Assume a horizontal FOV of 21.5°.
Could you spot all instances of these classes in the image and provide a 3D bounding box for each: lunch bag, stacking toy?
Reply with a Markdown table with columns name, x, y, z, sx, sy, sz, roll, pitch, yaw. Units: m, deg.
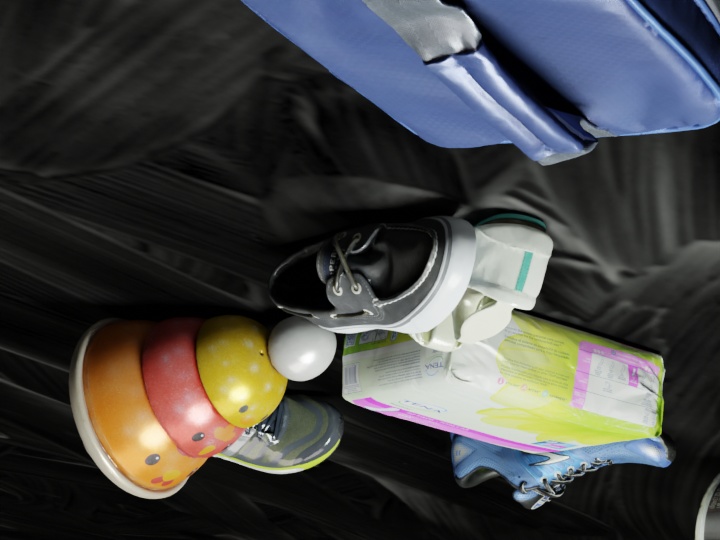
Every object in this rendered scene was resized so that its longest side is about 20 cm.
| name | x | y | z | sx | sy | sz | roll | pitch | yaw |
| --- | --- | --- | --- | --- | --- | --- | --- | --- | --- |
| lunch bag | 0.048 | -0.114 | 0.653 | 0.136 | 0.132 | 0.200 | -3 | 160 | 32 |
| stacking toy | -0.107 | 0.079 | 1.437 | 0.200 | 0.146 | 0.146 | -22 | 151 | 27 |

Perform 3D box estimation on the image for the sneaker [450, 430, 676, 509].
| name | x | y | z | sx | sy | sz | roll | pitch | yaw |
| --- | --- | --- | --- | --- | --- | --- | --- | --- | --- |
| sneaker | 0.167 | 0.157 | 1.581 | 0.200 | 0.089 | 0.079 | -2 | 162 | 30 |

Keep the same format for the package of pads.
| name | x | y | z | sx | sy | sz | roll | pitch | yaw |
| --- | --- | --- | --- | --- | --- | --- | --- | --- | --- |
| package of pads | 0.107 | 0.081 | 1.391 | 0.200 | 0.068 | 0.154 | 17 | 162 | -29 |

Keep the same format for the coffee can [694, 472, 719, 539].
| name | x | y | z | sx | sy | sz | roll | pitch | yaw |
| --- | --- | --- | --- | --- | --- | --- | --- | --- | --- |
| coffee can | 0.410 | 0.235 | 1.629 | 0.146 | 0.147 | 0.200 | 21 | 159 | -39 |

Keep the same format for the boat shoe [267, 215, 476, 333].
| name | x | y | z | sx | sy | sz | roll | pitch | yaw |
| --- | --- | --- | --- | --- | --- | --- | --- | --- | --- |
| boat shoe | 0.000 | 0.000 | 1.185 | 0.066 | 0.070 | 0.200 | 14 | 170 | -24 |

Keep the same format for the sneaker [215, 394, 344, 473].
| name | x | y | z | sx | sy | sz | roll | pitch | yaw |
| --- | --- | --- | --- | --- | --- | --- | --- | --- | --- |
| sneaker | -0.114 | 0.130 | 1.655 | 0.200 | 0.074 | 0.081 | 3 | 160 | 11 |

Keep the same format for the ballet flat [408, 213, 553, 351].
| name | x | y | z | sx | sy | sz | roll | pitch | yaw |
| --- | --- | --- | --- | --- | --- | --- | --- | --- | --- |
| ballet flat | 0.060 | 0.018 | 1.206 | 0.069 | 0.070 | 0.200 | 13 | 163 | -18 |
